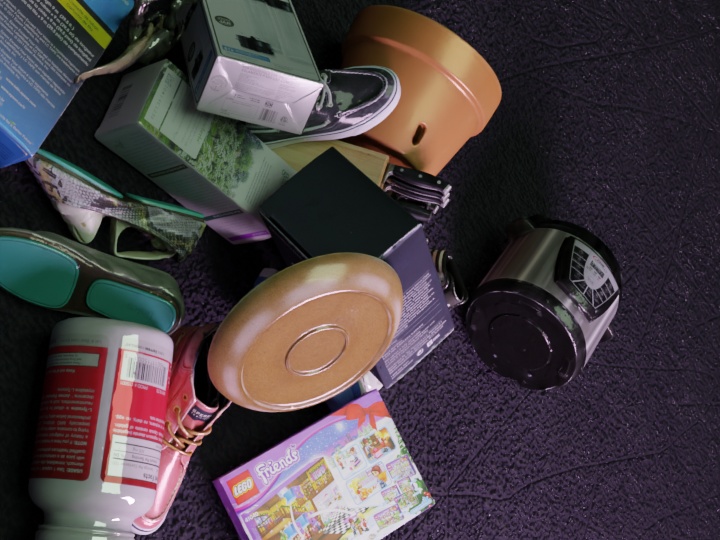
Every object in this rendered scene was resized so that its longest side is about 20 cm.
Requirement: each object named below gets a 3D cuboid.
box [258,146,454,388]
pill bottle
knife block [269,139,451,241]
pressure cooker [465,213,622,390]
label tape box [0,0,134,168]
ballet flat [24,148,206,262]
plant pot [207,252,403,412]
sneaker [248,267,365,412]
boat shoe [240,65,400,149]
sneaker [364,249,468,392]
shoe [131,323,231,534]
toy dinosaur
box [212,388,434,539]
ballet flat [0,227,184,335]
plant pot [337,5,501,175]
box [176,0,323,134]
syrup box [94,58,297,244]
[{"bbox_3d":[0.000,0.000,1.116,0.104,0.148,0.201,-39,147,-12],"label":"box"},{"bbox_3d":[-0.231,0.151,0.962,0.111,0.111,0.204,19,69,-41],"label":"pill bottle"},{"bbox_3d":[-0.006,-0.098,1.193,0.200,0.174,0.065,41,55,-32],"label":"knife block"},{"bbox_3d":[0.248,0.032,1.433,0.200,0.176,0.178,-47,146,-40],"label":"pressure cooker"},{"bbox_3d":[-0.313,-0.217,0.981,0.144,0.063,0.202,46,53,-31],"label":"label tape box"},{"bbox_3d":[-0.236,-0.052,1.032,0.198,0.071,0.073,22,67,-40],"label":"ballet flat"},{"bbox_3d":[-0.044,0.066,1.000,0.198,0.201,0.028,12,34,-43],"label":"plant pot"},{"bbox_3d":[-0.070,0.096,1.176,0.089,0.078,0.201,-46,116,-21],"label":"sneaker"},{"bbox_3d":[-0.052,-0.180,1.156,0.068,0.196,0.073,81,-3,-76],"label":"boat shoe"},{"bbox_3d":[0.056,0.052,1.271,0.076,0.114,0.203,43,55,-31],"label":"sneaker"},{"bbox_3d":[-0.176,0.147,1.033,0.071,0.090,0.204,25,65,-39],"label":"shoe"},{"bbox_3d":[-0.203,-0.230,1.037,0.047,0.089,0.200,34,25,0],"label":"toy dinosaur"},{"bbox_3d":[-0.036,0.231,1.130,0.198,0.039,0.139,-26,86,-24],"label":"box"},{"bbox_3d":[-0.255,0.006,1.000,0.197,0.068,0.064,23,21,-21],"label":"ballet flat"},{"bbox_3d":[0.046,-0.189,1.268,0.200,0.199,0.142,40,73,-33],"label":"plant pot"},{"bbox_3d":[-0.117,-0.229,1.093,0.115,0.061,0.202,11,37,-26],"label":"box"},{"bbox_3d":[-0.161,-0.115,1.105,0.199,0.081,0.080,40,57,-36],"label":"syrup box"}]
